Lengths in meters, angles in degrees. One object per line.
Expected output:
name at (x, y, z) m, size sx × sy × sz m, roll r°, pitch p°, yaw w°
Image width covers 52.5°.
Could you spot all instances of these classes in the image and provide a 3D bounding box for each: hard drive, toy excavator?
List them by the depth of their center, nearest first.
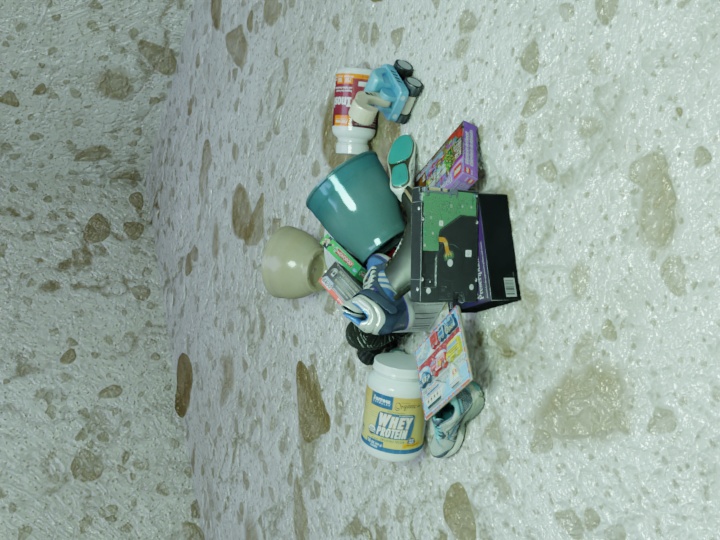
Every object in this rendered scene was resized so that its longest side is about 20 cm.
hard drive at (0.153, -0.045, 1.327) m, size 0.037 × 0.136 × 0.207 m, roll 2°, pitch 92°, yaw 57°
toy excavator at (0.041, -0.386, 1.625) m, size 0.101 × 0.195 × 0.197 m, roll -62°, pitch 40°, yaw 39°

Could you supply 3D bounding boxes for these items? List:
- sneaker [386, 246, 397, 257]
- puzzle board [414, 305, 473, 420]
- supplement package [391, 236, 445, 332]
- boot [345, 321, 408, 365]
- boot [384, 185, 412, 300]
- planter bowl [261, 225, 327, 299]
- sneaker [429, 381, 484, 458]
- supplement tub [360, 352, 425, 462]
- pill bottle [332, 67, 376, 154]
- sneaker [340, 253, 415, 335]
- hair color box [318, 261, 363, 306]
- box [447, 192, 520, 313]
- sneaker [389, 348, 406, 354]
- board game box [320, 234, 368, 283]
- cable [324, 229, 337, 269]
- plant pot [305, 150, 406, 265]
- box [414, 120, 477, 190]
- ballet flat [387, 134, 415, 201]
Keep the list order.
sneaker at (0.019, -0.044, 1.724) m, size 0.197 × 0.084 × 0.079 m, roll 30°, pitch 106°, yaw 26°
puzzle board at (0.157, 0.184, 1.433) m, size 0.201 × 0.017 × 0.154 m, roll 123°, pitch 147°, yaw -52°
supplement package at (0.123, 0.024, 1.559) m, size 0.202 × 0.107 × 0.115 m, roll -62°, pitch 40°, yaw 38°
boot at (0.022, 0.159, 1.651) m, size 0.158 × 0.207 × 0.081 m, roll -44°, pitch 64°, yaw 45°
boot at (0.087, -0.057, 1.445) m, size 0.137 × 0.077 × 0.203 m, roll -32°, pitch 54°, yaw 15°
planter bowl at (-0.163, -0.011, 2.023) m, size 0.132 × 0.198 × 0.207 m, roll 13°, pitch 102°, yaw 32°
sneaker at (0.172, 0.305, 1.489) m, size 0.078 × 0.084 × 0.204 m, roll 58°, pitch 137°, yaw 45°
supplement tub at (0.078, 0.297, 1.601) m, size 0.144 × 0.141 × 0.207 m, roll 22°, pitch 109°, yaw 58°
pill bottle at (-0.013, -0.392, 1.811) m, size 0.112 × 0.110 × 0.207 m, roll 15°, pitch 103°, yaw 59°
sneaker at (0.016, 0.044, 1.492) m, size 0.081 × 0.143 × 0.203 m, roll -61°, pitch 42°, yaw 39°
hair color box at (-0.008, 0.059, 1.684) m, size 0.064 × 0.200 × 0.111 m, roll -46°, pitch 66°, yaw 4°
box at (0.226, -0.030, 1.412) m, size 0.140 × 0.077 × 0.207 m, roll -26°, pitch 67°, yaw 61°
sneaker at (0.053, 0.257, 1.724) m, size 0.081 × 0.075 × 0.203 m, roll -110°, pitch 34°, yaw -47°
board game box at (0.000, 0.000, 1.683) m, size 0.029 × 0.199 × 0.134 m, roll -48°, pitch 56°, yaw 3°
cable at (-0.030, -0.068, 1.877) m, size 0.202 × 0.067 × 0.204 m, roll -58°, pitch 42°, yaw 43°
plant pot at (0.007, -0.126, 1.630) m, size 0.190 × 0.198 × 0.200 m, roll 56°, pitch 141°, yaw 9°
box at (0.173, -0.191, 1.504) m, size 0.200 × 0.038 × 0.140 m, roll 132°, pitch 149°, yaw -50°
ballet flat at (0.096, -0.223, 1.636) m, size 0.203 × 0.068 × 0.070 m, roll -85°, pitch 18°, yaw -47°
